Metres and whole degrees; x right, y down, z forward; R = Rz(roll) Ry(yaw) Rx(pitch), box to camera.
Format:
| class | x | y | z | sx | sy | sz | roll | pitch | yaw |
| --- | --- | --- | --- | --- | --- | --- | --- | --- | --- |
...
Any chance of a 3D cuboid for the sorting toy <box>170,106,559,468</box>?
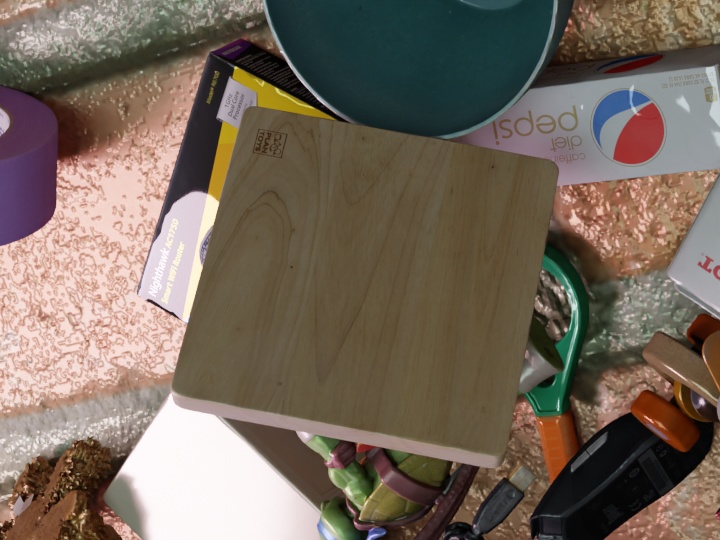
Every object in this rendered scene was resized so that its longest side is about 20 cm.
| class | x | y | z | sx | sy | sz | roll | pitch | yaw |
| --- | --- | --- | --- | --- | --- | --- | --- | --- | --- |
| sorting toy | 0.005 | 0.018 | 1.464 | 0.198 | 0.201 | 0.070 | 10 | 152 | 5 |

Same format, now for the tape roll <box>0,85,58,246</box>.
| class | x | y | z | sx | sy | sz | roll | pitch | yaw |
| --- | --- | --- | --- | --- | --- | --- | --- | --- | --- |
| tape roll | -0.313 | -0.076 | 1.706 | 0.199 | 0.200 | 0.066 | 14 | 114 | 22 |

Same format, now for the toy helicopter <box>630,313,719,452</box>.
| class | x | y | z | sx | sy | sz | roll | pitch | yaw |
| --- | --- | --- | --- | --- | --- | --- | --- | --- | --- |
| toy helicopter | 0.257 | 0.101 | 1.483 | 0.200 | 0.132 | 0.079 | 37 | 85 | 14 |

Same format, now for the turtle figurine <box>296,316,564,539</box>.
| class | x | y | z | sx | sy | sz | roll | pitch | yaw |
| --- | --- | --- | --- | --- | --- | --- | --- | --- | --- |
| turtle figurine | 0.022 | 0.078 | 1.587 | 0.144 | 0.200 | 0.194 | 36 | 116 | -27 |

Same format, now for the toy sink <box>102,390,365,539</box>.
| class | x | y | z | sx | sy | sz | roll | pitch | yaw |
| --- | --- | --- | --- | --- | --- | --- | --- | --- | --- |
| toy sink | -0.058 | 0.168 | 1.721 | 0.200 | 0.112 | 0.131 | 42 | 122 | 13 |

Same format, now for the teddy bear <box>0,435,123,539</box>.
| class | x | y | z | sx | sy | sz | roll | pitch | yaw |
| --- | --- | --- | --- | --- | --- | --- | --- | --- | --- |
| teddy bear | -0.223 | 0.198 | 1.791 | 0.067 | 0.146 | 0.200 | 28 | 155 | -21 |

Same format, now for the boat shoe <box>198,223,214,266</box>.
| class | x | y | z | sx | sy | sz | roll | pitch | yaw |
| --- | --- | --- | --- | --- | --- | --- | --- | --- | --- |
| boat shoe | 0.001 | -0.004 | 1.571 | 0.086 | 0.201 | 0.075 | 53 | 135 | 38 |

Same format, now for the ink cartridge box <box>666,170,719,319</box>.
| class | x | y | z | sx | sy | sz | roll | pitch | yaw |
| --- | --- | --- | --- | --- | --- | --- | --- | --- | --- |
| ink cartridge box | 0.297 | -0.045 | 1.450 | 0.146 | 0.083 | 0.201 | 36 | 114 | 23 |

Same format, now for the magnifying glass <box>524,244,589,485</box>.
| class | x | y | z | sx | sy | sz | roll | pitch | yaw |
| --- | --- | --- | --- | --- | --- | --- | --- | --- | --- |
| magnifying glass | 0.127 | 0.076 | 1.648 | 0.079 | 0.022 | 0.201 | -5 | 104 | 28 |

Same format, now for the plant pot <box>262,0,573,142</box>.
| class | x | y | z | sx | sy | sz | roll | pitch | yaw |
| --- | --- | --- | --- | --- | --- | --- | --- | --- | --- |
| plant pot | 0.054 | -0.196 | 1.514 | 0.199 | 0.135 | 0.201 | 9 | 113 | 23 |

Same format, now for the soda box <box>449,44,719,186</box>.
| class | x | y | z | sx | sy | sz | roll | pitch | yaw |
| --- | --- | --- | --- | --- | --- | --- | --- | --- | --- |
| soda box | 0.150 | -0.096 | 1.545 | 0.199 | 0.064 | 0.068 | -5 | 106 | 28 |

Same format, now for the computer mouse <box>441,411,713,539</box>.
| class | x | y | z | sx | sy | sz | roll | pitch | yaw |
| --- | --- | --- | --- | --- | --- | --- | --- | --- | --- |
| computer mouse | 0.134 | 0.138 | 1.582 | 0.200 | 0.140 | 0.046 | -42 | 54 | 3 |

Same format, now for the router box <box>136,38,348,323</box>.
| class | x | y | z | sx | sy | sz | roll | pitch | yaw |
| --- | --- | --- | --- | --- | --- | --- | --- | --- | --- |
| router box | -0.060 | -0.038 | 1.678 | 0.149 | 0.051 | 0.201 | 28 | 119 | 17 |

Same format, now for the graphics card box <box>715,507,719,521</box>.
| class | x | y | z | sx | sy | sz | roll | pitch | yaw |
| --- | --- | --- | --- | --- | --- | --- | --- | --- | --- |
| graphics card box | 0.337 | 0.136 | 1.545 | 0.126 | 0.051 | 0.200 | 47 | 121 | 5 |
